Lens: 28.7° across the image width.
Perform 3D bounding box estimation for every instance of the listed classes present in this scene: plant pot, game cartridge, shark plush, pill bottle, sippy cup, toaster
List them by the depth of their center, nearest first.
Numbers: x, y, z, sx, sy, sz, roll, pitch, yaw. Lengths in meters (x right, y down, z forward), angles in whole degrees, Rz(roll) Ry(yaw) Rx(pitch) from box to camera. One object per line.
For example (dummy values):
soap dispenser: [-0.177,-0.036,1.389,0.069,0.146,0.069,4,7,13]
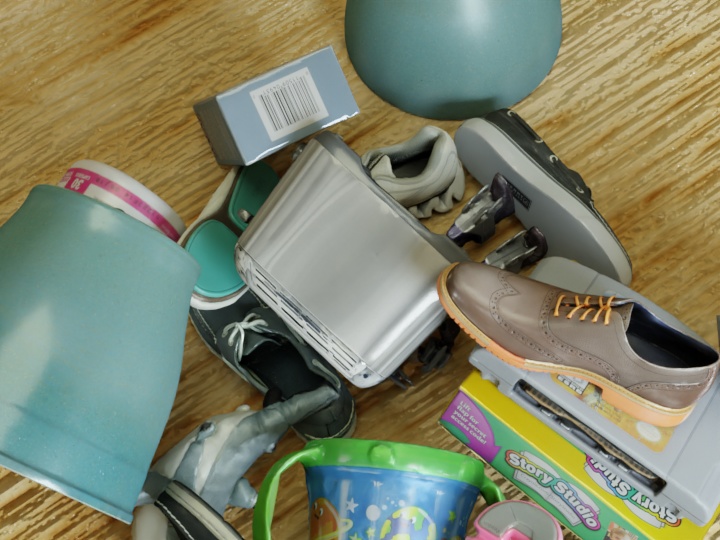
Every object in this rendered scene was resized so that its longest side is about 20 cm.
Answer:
plant pot: [-0.210,0.050,0.983,0.200,0.200,0.188,22,78,14]
game cartridge: [0.191,0.078,1.017,0.200,0.042,0.133,35,56,8]
sippy cup: [0.018,0.198,1.030,0.178,0.140,0.130,2,75,15]
toaster: [0.000,0.000,1.070,0.200,0.114,0.129,42,92,5]
shark plush: [-0.098,0.154,1.081,0.200,0.091,0.083,-39,84,-9]
pill bottle: [-0.237,0.020,1.133,0.113,0.113,0.200,26,71,15]
plant pot: [0.082,-0.252,1.239,0.200,0.135,0.200,-1,64,3]

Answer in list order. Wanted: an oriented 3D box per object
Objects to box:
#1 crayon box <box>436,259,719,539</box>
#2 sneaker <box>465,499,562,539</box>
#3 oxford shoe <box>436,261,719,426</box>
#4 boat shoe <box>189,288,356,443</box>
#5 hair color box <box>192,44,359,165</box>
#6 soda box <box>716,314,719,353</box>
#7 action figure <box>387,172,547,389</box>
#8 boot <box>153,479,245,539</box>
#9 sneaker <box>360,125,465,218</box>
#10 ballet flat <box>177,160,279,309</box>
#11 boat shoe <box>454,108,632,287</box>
crayon box: [0.187,0.111,1.051,0.200,0.058,0.173,38,52,10]
sneaker: [0.076,0.258,0.973,0.079,0.095,0.200,32,72,23]
oxford shoe: [0.151,0.034,0.966,0.200,0.073,0.071,23,50,-2]
boat shoe: [-0.076,0.058,1.136,0.073,0.062,0.200,-38,66,-11]
hair color box: [-0.074,-0.132,1.155,0.099,0.200,0.061,-25,100,-9]
soda box: [0.337,0.085,1.024,0.070,0.200,0.063,-20,56,37]
action figure: [0.052,0.011,1.149,0.200,0.069,0.130,-37,80,-9]
boot: [-0.121,0.269,1.004,0.154,0.073,0.204,-38,93,-11]
sneaker: [-0.004,-0.058,1.180,0.200,0.081,0.075,-31,68,-10]
ballet flat: [-0.116,-0.019,1.144,0.069,0.069,0.200,10,36,8]
boat shoe: [0.162,-0.063,1.178,0.057,0.069,0.200,-32,70,-28]
